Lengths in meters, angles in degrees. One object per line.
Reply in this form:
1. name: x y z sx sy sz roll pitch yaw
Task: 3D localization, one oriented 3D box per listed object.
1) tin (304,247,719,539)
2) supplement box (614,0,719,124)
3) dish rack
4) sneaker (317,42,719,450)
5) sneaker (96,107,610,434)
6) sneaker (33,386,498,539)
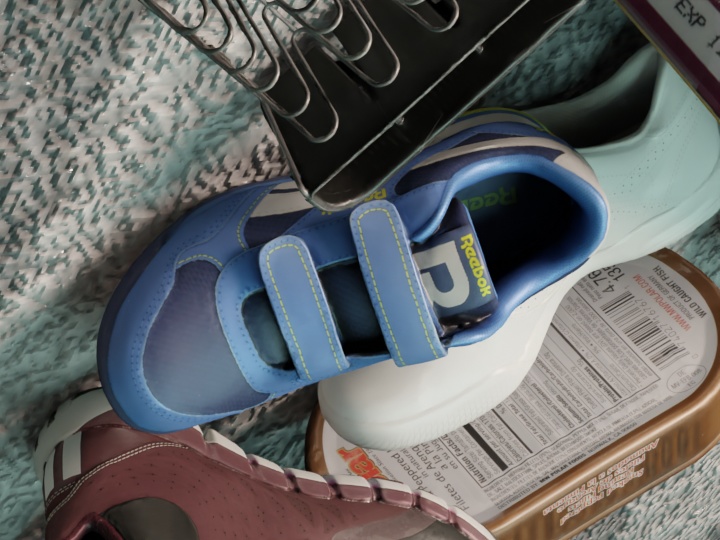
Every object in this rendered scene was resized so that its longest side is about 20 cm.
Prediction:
1. tin: 0.068 0.056 1.064 0.200 0.112 0.042 -30 140 -17
2. supplement box: 0.183 -0.094 0.963 0.103 0.131 0.200 -45 150 15
3. dish rack: -0.004 -0.113 0.801 0.153 0.055 0.200 -43 151 6
4. sneaker: 0.055 -0.017 1.003 0.200 0.075 0.089 -40 139 -10
5. sneaker: 0.000 0.000 0.909 0.200 0.082 0.074 -27 114 -16
6. sneaker: -0.032 0.124 0.948 0.200 0.116 0.076 20 119 -12
